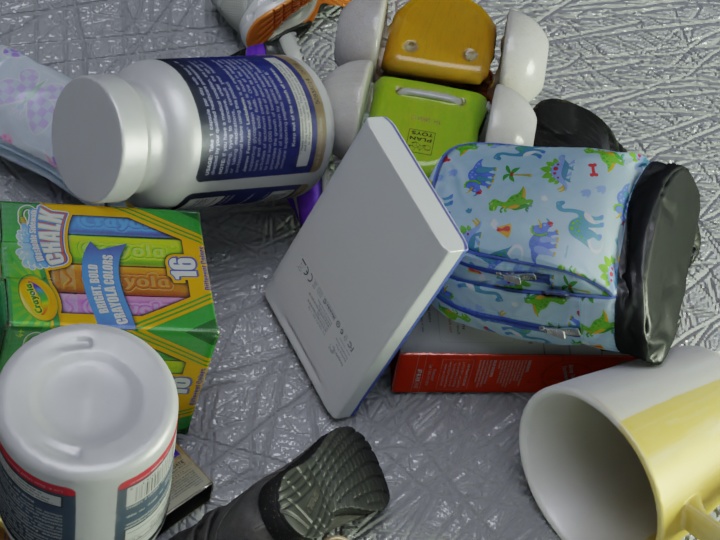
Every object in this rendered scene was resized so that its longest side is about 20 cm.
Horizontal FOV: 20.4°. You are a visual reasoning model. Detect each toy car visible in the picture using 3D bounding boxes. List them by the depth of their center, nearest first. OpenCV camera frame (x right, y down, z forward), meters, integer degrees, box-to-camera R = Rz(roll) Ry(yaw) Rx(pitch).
[{"bbox_3d":[0.057,-0.127,1.643,0.175,0.150,0.200,10,50,3],"label":"toy car"}]

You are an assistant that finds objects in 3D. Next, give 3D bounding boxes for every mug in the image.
[{"bbox_3d":[0.233,0.143,1.493,0.153,0.149,0.187,-24,71,-32],"label":"mug"}]

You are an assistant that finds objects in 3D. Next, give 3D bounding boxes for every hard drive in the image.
[{"bbox_3d":[0.000,0.000,1.516,0.025,0.200,0.132,-6,54,-37],"label":"hard drive"}]

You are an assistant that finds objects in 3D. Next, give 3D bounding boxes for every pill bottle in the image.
[{"bbox_3d":[-0.187,0.136,1.355,0.120,0.200,0.120,4,55,-6],"label":"pill bottle"},{"bbox_3d":[-0.127,-0.105,1.523,0.200,0.116,0.116,-8,53,-42],"label":"pill bottle"}]

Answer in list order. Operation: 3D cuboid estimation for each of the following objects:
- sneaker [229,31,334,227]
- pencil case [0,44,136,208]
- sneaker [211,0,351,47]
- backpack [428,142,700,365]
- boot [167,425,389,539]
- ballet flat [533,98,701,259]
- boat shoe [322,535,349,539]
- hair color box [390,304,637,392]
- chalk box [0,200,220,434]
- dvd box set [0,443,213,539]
[{"bbox_3d":[-0.079,-0.105,1.665,0.099,0.070,0.200,-12,55,-6],"label":"sneaker"},{"bbox_3d":[-0.237,-0.104,1.627,0.200,0.083,0.091,31,75,13],"label":"pencil case"},{"bbox_3d":[-0.046,-0.273,1.780,0.200,0.076,0.092,-32,60,-27],"label":"sneaker"},{"bbox_3d":[0.136,-0.022,1.510,0.200,0.154,0.163,0,57,32],"label":"backpack"},{"bbox_3d":[-0.068,0.176,1.450,0.132,0.200,0.070,-29,81,23],"label":"boot"},{"bbox_3d":[0.211,-0.073,1.698,0.066,0.057,0.200,-41,61,0],"label":"ballet flat"},{"bbox_3d":[-0.038,0.275,1.395,0.074,0.069,0.200,10,54,-1],"label":"boat shoe"},{"bbox_3d":[0.123,0.042,1.587,0.200,0.061,0.102,1,55,-6],"label":"hair color box"},{"bbox_3d":[-0.218,0.035,1.462,0.200,0.125,0.124,1,48,-17],"label":"chalk box"},{"bbox_3d":[-0.228,0.134,1.491,0.146,0.029,0.200,-35,67,-27],"label":"dvd box set"}]
